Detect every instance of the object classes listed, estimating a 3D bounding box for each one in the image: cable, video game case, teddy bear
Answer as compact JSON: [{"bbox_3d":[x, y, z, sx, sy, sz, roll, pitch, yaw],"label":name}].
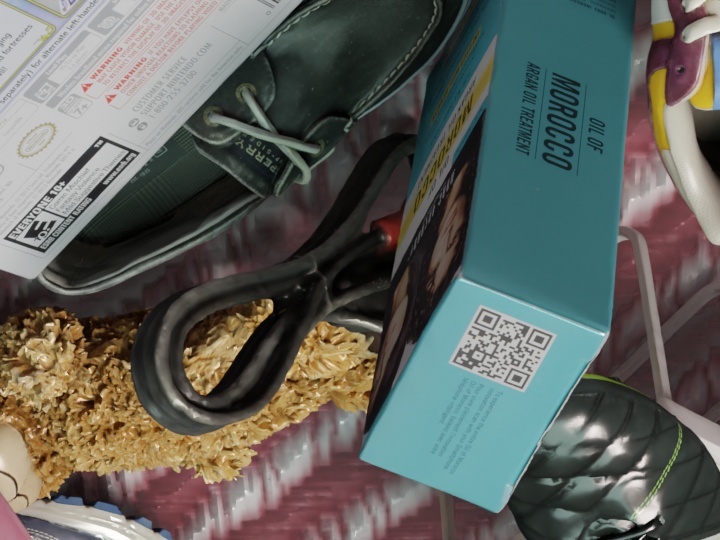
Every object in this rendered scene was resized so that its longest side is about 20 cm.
[{"bbox_3d":[0.000,0.000,0.898,0.050,0.098,0.200,-13,177,37],"label":"cable"},{"bbox_3d":[-0.102,-0.097,0.809,0.200,0.046,0.181,-45,149,15],"label":"video game case"},{"bbox_3d":[-0.081,0.049,0.986,0.199,0.067,0.145,-7,167,-1],"label":"teddy bear"}]

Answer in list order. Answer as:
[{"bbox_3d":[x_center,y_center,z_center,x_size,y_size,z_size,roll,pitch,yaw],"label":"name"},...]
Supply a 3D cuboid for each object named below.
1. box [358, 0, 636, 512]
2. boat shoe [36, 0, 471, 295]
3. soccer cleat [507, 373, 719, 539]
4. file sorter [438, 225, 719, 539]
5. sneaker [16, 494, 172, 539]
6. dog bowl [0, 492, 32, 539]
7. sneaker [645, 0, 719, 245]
[{"bbox_3d":[0.047,-0.024,0.845,0.049,0.200,0.082,21,128,-8],"label":"box"},{"bbox_3d":[-0.036,-0.051,0.910,0.072,0.071,0.200,37,123,-28],"label":"boat shoe"},{"bbox_3d":[0.102,0.114,0.884,0.067,0.081,0.200,-20,129,15],"label":"soccer cleat"},{"bbox_3d":[0.144,0.096,1.005,0.200,0.125,0.139,27,126,-22],"label":"file sorter"},{"bbox_3d":[-0.093,0.157,1.073,0.200,0.085,0.077,32,151,-24],"label":"sneaker"},{"bbox_3d":[-0.190,0.114,1.001,0.200,0.074,0.201,33,146,26],"label":"dog bowl"},{"bbox_3d":[0.127,-0.101,0.851,0.075,0.090,0.200,-5,132,5],"label":"sneaker"}]
